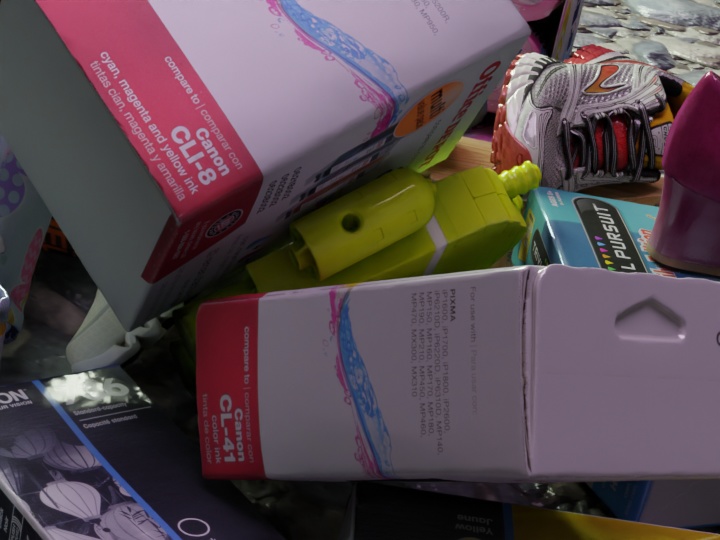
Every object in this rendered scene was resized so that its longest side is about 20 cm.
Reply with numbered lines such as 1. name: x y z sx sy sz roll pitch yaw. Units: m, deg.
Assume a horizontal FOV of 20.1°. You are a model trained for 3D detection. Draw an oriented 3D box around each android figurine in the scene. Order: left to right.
1. android figurine: 0.000 0.000 1.011 0.199 0.182 0.041 -26 78 -12

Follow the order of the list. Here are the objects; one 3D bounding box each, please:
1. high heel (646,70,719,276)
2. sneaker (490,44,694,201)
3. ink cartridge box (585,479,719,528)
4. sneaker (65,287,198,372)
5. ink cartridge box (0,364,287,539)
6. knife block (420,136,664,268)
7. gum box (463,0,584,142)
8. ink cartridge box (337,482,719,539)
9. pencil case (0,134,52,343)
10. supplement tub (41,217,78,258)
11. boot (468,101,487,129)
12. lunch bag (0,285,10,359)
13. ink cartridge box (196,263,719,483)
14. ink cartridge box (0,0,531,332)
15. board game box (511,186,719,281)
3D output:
1. high heel: 0.239 -0.042 1.004 0.199 0.096 0.067 8 25 -13
2. sneaker: 0.132 -0.083 1.128 0.082 0.078 0.200 16 24 26
3. ink cartridge box: 0.146 0.051 1.069 0.115 0.068 0.200 -1 28 -28
4. sneaker: -0.098 -0.034 1.037 0.081 0.200 0.075 35 -19 -8
5. ink cartridge box: -0.123 0.093 0.909 0.099 0.039 0.200 -10 33 -36
6. knife block: 0.075 -0.040 1.205 0.199 0.064 0.176 -5 25 -17
7. gum box: 0.094 -0.135 1.271 0.066 0.201 0.114 15 25 8
8. ink cartridge box: 0.086 0.167 0.841 0.197 0.047 0.200 10 24 -4
9. pencil case: -0.187 -0.067 1.028 0.083 0.201 0.091 14 -13 5
10. supplement tub: -0.133 -0.055 1.126 0.199 0.107 0.107 12 26 2
11. boot: 0.011 -0.111 1.221 0.090 0.073 0.200 -3 16 -12
12. lunch bag: -0.235 0.045 0.811 0.127 0.170 0.200 -11 37 -33
13. ink cartridge box: 0.046 0.048 0.867 0.147 0.086 0.200 4 -5 -42
14. ink cartridge box: -0.052 -0.096 0.946 0.200 0.145 0.145 -30 79 -24
15. board game box: 0.186 0.024 1.009 0.199 0.047 0.151 9 26 -10
